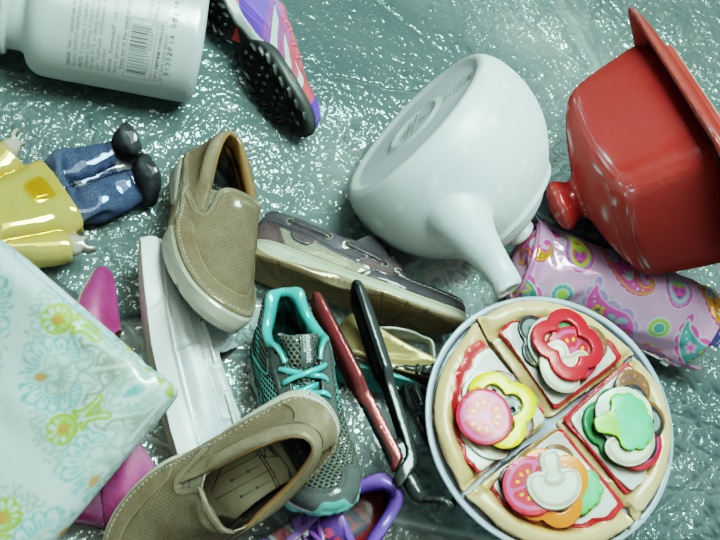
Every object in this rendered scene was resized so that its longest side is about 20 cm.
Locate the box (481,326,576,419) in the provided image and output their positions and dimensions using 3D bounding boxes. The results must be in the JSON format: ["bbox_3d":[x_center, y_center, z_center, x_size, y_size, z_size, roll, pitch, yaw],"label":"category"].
[{"bbox_3d":[0.172,0.115,0.852,0.200,0.119,0.041,45,103,8],"label":"box"}]

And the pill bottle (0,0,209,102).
[{"bbox_3d":[-0.236,-0.219,0.881,0.199,0.114,0.115,9,63,-14],"label":"pill bottle"}]

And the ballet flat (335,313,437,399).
[{"bbox_3d":[0.068,0.089,0.858,0.200,0.069,0.063,24,53,-6],"label":"ballet flat"}]

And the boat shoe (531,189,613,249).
[{"bbox_3d":[0.252,-0.049,0.984,0.199,0.062,0.075,12,64,-11],"label":"boat shoe"}]

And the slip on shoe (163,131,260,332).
[{"bbox_3d":[-0.109,-0.037,0.812,0.076,0.061,0.200,34,26,-31],"label":"slip on shoe"}]

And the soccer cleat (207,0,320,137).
[{"bbox_3d":[-0.084,-0.214,0.957,0.073,0.068,0.200,-26,73,-31],"label":"soccer cleat"}]

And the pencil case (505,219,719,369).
[{"bbox_3d":[0.231,0.024,0.931,0.200,0.087,0.088,21,61,-9],"label":"pencil case"}]

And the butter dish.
[{"bbox_3d":[0.231,-0.082,0.874,0.148,0.200,0.200,-24,49,10],"label":"butter dish"}]

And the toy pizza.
[{"bbox_3d":[0.147,0.111,0.767,0.200,0.032,0.201,5,68,-11],"label":"toy pizza"}]

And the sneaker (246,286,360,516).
[{"bbox_3d":[-0.048,0.091,0.768,0.077,0.091,0.200,-8,43,-16],"label":"sneaker"}]

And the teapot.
[{"bbox_3d":[0.096,-0.081,0.895,0.146,0.197,0.200,41,72,-16],"label":"teapot"}]

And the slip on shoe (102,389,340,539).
[{"bbox_3d":[-0.099,0.157,0.691,0.200,0.061,0.076,-34,100,9],"label":"slip on shoe"}]

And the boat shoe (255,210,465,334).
[{"bbox_3d":[0.000,0.000,0.877,0.199,0.072,0.065,17,66,-3],"label":"boat shoe"}]

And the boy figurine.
[{"bbox_3d":[-0.268,-0.058,0.823,0.200,0.064,0.125,-23,77,-29],"label":"boy figurine"}]

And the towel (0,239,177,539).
[{"bbox_3d":[-0.256,0.089,0.720,0.200,0.048,0.171,39,87,9],"label":"towel"}]

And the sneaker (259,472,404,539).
[{"bbox_3d":[-0.044,0.209,0.739,0.081,0.083,0.200,45,51,9],"label":"sneaker"}]

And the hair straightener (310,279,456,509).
[{"bbox_3d":[0.034,0.091,0.790,0.077,0.041,0.200,-20,64,-18],"label":"hair straightener"}]

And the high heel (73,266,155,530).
[{"bbox_3d":[-0.176,0.096,0.769,0.096,0.067,0.201,4,69,-5],"label":"high heel"}]

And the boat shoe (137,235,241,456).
[{"bbox_3d":[-0.130,0.065,0.800,0.068,0.072,0.200,-11,69,-18],"label":"boat shoe"}]
